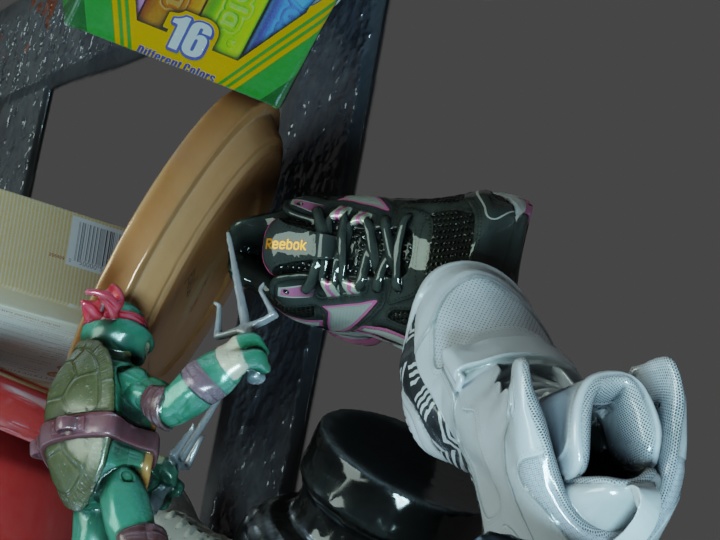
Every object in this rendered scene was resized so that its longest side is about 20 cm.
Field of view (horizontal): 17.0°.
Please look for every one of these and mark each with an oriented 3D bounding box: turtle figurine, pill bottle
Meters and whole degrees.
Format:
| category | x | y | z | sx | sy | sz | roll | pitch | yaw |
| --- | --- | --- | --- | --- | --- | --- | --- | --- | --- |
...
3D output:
| category | x | y | z | sx | sy | sz | roll | pitch | yaw |
| --- | --- | --- | --- | --- | --- | --- | --- | --- | --- |
| turtle figurine | -0.104 | 0.086 | 1.124 | 0.150 | 0.100 | 0.201 | 125 | 152 | -63 |
| pill bottle | -0.017 | 0.166 | 1.020 | 0.201 | 0.111 | 0.112 | -66 | 28 | 15 |

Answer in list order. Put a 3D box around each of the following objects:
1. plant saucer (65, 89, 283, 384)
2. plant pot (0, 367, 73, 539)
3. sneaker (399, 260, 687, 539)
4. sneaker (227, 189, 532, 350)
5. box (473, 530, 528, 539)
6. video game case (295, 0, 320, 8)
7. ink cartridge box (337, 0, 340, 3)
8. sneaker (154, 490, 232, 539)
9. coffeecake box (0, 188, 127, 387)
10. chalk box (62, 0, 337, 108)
| category | x | y | z | sx | sy | sz | roll | pitch | yaw |
| --- | --- | --- | --- | --- | --- | --- | --- | --- | --- |
| plant saucer | -0.092 | -0.001 | 1.251 | 0.201 | 0.032 | 0.200 | -60 | -8 | -15 |
| plant pot | -0.247 | 0.139 | 1.398 | 0.200 | 0.200 | 0.183 | 12 | 78 | 63 |
| sneaker | 0.072 | 0.052 | 0.926 | 0.115 | 0.075 | 0.201 | 110 | 154 | -45 |
| sneaker | 0.000 | 0.000 | 1.108 | 0.200 | 0.086 | 0.081 | -14 | 65 | 60 |
| box | 0.057 | 0.235 | 0.823 | 0.197 | 0.123 | 0.201 | -56 | 31 | 34 |
| video game case | 0.060 | -0.201 | 1.079 | 0.143 | 0.018 | 0.200 | -36 | -4 | -44 |
| ink cartridge box | -0.006 | -0.208 | 1.293 | 0.200 | 0.039 | 0.100 | -43 | 40 | 47 |
| sneaker | -0.073 | 0.157 | 1.193 | 0.099 | 0.078 | 0.200 | -51 | 41 | 22 |
| coffeecake box | -0.242 | 0.018 | 1.492 | 0.200 | 0.153 | 0.073 | -28 | 50 | 55 |
| chalk box | -0.055 | -0.208 | 1.192 | 0.200 | 0.123 | 0.125 | -60 | 21 | 27 |
